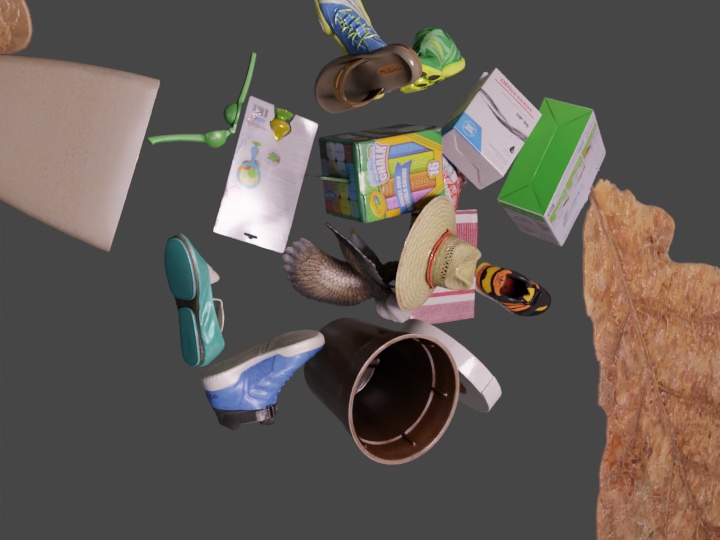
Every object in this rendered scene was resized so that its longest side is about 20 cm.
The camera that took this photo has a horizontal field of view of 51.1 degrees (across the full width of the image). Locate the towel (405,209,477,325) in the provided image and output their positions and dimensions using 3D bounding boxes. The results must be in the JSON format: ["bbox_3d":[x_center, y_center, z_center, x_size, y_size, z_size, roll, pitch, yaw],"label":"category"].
[{"bbox_3d":[0.143,-0.006,1.333,0.143,0.023,0.202,-5,102,-29],"label":"towel"}]

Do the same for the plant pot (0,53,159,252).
[{"bbox_3d":[-0.360,-0.154,0.894,0.176,0.200,0.202,17,93,-21],"label":"plant pot"}]

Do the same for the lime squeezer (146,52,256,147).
[{"bbox_3d":[-0.201,-0.220,1.066,0.071,0.038,0.200,45,75,1],"label":"lime squeezer"}]

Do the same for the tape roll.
[{"bbox_3d":[0.146,0.159,1.265,0.037,0.202,0.203,-49,121,-15],"label":"tape roll"}]

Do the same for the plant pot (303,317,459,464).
[{"bbox_3d":[0.019,0.171,1.191,0.199,0.198,0.202,-7,105,-29],"label":"plant pot"}]

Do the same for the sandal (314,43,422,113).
[{"bbox_3d":[0.000,-0.267,1.078,0.080,0.199,0.054,51,53,-29],"label":"sandal"}]

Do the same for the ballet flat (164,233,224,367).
[{"bbox_3d":[-0.235,0.038,1.090,0.070,0.067,0.202,-26,117,-51],"label":"ballet flat"}]

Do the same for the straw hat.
[{"bbox_3d":[0.138,-0.012,1.150,0.201,0.085,0.202,-44,145,-41],"label":"straw hat"}]

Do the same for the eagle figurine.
[{"bbox_3d":[-0.004,-0.005,1.183,0.199,0.151,0.153,0,117,-42],"label":"eagle figurine"}]

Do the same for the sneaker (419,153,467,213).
[{"bbox_3d":[0.151,-0.132,1.268,0.107,0.067,0.203,-17,98,-27],"label":"sneaker"}]

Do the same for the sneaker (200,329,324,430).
[{"bbox_3d":[-0.137,0.173,1.164,0.199,0.077,0.112,-23,107,-21],"label":"sneaker"}]

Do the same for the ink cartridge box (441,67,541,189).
[{"bbox_3d":[0.219,-0.248,1.246,0.116,0.068,0.201,41,60,-12],"label":"ink cartridge box"}]

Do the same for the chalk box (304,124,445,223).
[{"bbox_3d":[0.015,-0.148,1.159,0.199,0.125,0.125,-15,109,-27],"label":"chalk box"}]

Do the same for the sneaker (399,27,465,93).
[{"bbox_3d":[0.099,-0.330,1.174,0.084,0.074,0.200,65,31,-10],"label":"sneaker"}]

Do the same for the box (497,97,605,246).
[{"bbox_3d":[0.345,-0.169,1.336,0.201,0.096,0.176,-65,152,-3],"label":"box"}]

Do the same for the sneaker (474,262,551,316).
[{"bbox_3d":[0.299,0.046,1.400,0.199,0.090,0.071,23,89,-33],"label":"sneaker"}]

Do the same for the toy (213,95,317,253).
[{"bbox_3d":[-0.143,-0.139,1.107,0.114,0.047,0.202,17,89,-30],"label":"toy"}]

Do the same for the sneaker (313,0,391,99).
[{"bbox_3d":[0.004,-0.349,1.114,0.076,0.105,0.201,-38,119,-19],"label":"sneaker"}]
